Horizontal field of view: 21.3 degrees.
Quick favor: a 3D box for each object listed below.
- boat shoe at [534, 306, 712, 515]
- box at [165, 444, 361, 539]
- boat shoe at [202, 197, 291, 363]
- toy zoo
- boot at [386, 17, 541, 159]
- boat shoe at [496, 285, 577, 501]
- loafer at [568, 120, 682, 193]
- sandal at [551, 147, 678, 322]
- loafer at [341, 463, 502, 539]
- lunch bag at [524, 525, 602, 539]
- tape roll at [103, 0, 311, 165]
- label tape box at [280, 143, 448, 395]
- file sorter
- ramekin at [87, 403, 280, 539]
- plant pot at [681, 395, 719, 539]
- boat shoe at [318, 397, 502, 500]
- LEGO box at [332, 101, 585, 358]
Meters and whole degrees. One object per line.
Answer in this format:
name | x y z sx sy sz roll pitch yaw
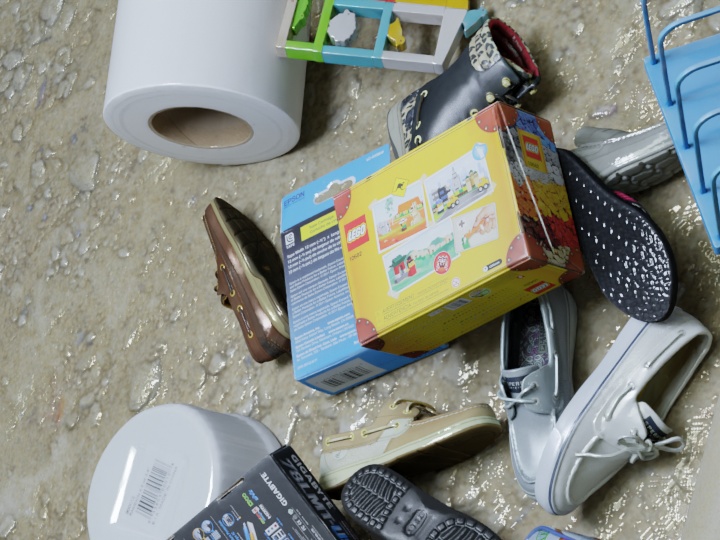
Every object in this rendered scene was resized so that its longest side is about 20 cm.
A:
boat shoe | 0.226 0.125 1.573 0.086 0.075 0.202 31 84 41
box | -0.082 0.293 1.716 0.198 0.050 0.200 -42 82 22
boat shoe | -0.118 0.008 1.916 0.068 0.072 0.200 -43 52 17
toy zoo | 0.027 -0.258 1.878 0.200 0.020 0.131 7 64 13
boot | 0.104 -0.121 1.760 0.154 0.073 0.204 -45 44 32
boat shoe | 0.145 0.097 1.648 0.070 0.071 0.201 -15 63 37
loafer | 0.210 -0.097 1.675 0.200 0.070 0.070 -23 67 33
sandal | 0.214 -0.034 1.611 0.075 0.045 0.200 -59 44 25
loafer | 0.072 0.241 1.661 0.073 0.071 0.200 -46 61 -8
lunch bag | 0.165 0.312 1.523 0.160 0.075 0.200 15 83 55
tape roll | -0.155 -0.208 1.950 0.202 0.203 0.139 -11 65 38
label tape box | 0.000 0.000 1.822 0.143 0.066 0.200 -25 56 31
file sorter | 0.317 -0.143 1.533 0.139 0.123 0.200 -17 57 4
ramekin | -0.172 0.225 1.854 0.200 0.098 0.201 -17 62 35
plant pot | 0.327 0.151 1.393 0.200 0.200 0.184 30 104 44
boat shoe | 0.037 0.149 1.720 0.200 0.074 0.067 -24 63 32
LEGO box | 0.080 -0.031 1.655 0.200 0.077 0.149 -28 61 36
